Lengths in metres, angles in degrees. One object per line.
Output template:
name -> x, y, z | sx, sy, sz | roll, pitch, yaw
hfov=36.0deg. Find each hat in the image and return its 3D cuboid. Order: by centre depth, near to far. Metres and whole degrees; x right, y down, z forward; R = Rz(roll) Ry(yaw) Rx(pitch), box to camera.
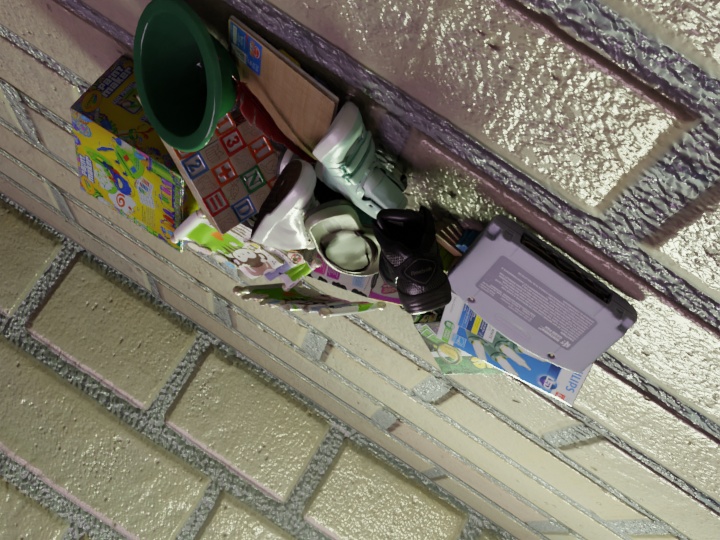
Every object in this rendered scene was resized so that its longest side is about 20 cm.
hat -> -0.150, -0.231, 1.301 | 0.165, 0.175, 0.201 | 37, 130, 34

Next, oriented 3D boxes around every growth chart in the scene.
growth chart -> -0.164, -0.028, 1.558 | 0.199, 0.018, 0.145 | 25, 152, -11
growth chart -> -0.082, 0.043, 1.650 | 0.199, 0.018, 0.144 | 13, -166, 41

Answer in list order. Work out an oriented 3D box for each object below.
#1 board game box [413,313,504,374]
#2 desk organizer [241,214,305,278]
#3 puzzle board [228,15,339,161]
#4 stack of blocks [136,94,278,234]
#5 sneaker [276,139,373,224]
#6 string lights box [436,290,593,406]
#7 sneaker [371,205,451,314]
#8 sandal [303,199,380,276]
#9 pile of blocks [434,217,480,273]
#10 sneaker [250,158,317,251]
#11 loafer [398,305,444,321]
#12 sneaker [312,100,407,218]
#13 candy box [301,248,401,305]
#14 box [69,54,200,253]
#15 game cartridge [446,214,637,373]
board game box -> 0.176, 0.100, 1.536 | 0.199, 0.024, 0.105 | -7, 128, 41
desk organizer -> -0.124, -0.078, 1.667 | 0.071, 0.077, 0.200 | 25, 163, 29
puzzle board -> -0.091, -0.207, 1.286 | 0.150, 0.017, 0.200 | 40, 165, 4
stack of blocks -> -0.184, -0.163, 1.425 | 0.201, 0.115, 0.059 | 62, 167, -28
sneaker -> -0.032, -0.084, 1.443 | 0.120, 0.084, 0.200 | 21, 156, 26
string lights box -> 0.205, 0.083, 1.430 | 0.199, 0.059, 0.103 | 27, 142, 13
sneaker -> 0.055, -0.030, 1.289 | 0.200, 0.076, 0.115 | -107, 3, -75
sandal -> -0.016, -0.026, 1.363 | 0.058, 0.079, 0.201 | 65, -170, 23
pile of blocks -> 0.125, -0.013, 1.369 | 0.199, 0.062, 0.082 | 18, 159, 45
sneaker -> -0.072, -0.075, 1.363 | 0.084, 0.073, 0.200 | 22, 159, -11
loafer -> 0.104, 0.058, 1.637 | 0.199, 0.063, 0.072 | 24, 165, 32
sneaker -> 0.011, -0.119, 1.255 | 0.118, 0.074, 0.200 | 35, 171, 4
candy box -> 0.000, 0.000, 1.589 | 0.136, 0.061, 0.199 | 14, -177, -43
box -> -0.298, -0.163, 1.593 | 0.192, 0.122, 0.200 | 32, 151, 8
game cartridge -> 0.203, 0.033, 1.287 | 0.199, 0.041, 0.133 | 35, 133, -3
